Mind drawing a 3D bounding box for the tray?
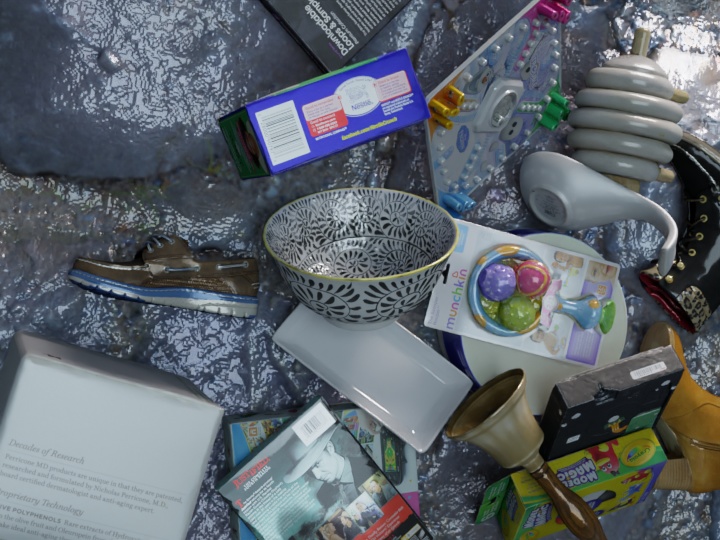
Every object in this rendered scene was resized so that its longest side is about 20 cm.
[{"bbox_3d":[0.012,0.098,1.407,0.199,0.022,0.108,37,59,6],"label":"tray"}]

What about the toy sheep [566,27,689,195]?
[{"bbox_3d":[0.290,-0.162,1.452,0.136,0.138,0.202,7,90,-15],"label":"toy sheep"}]

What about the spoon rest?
[{"bbox_3d":[0.254,-0.065,1.422,0.061,0.199,0.100,-42,147,-30],"label":"spoon rest"}]

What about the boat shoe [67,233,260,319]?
[{"bbox_3d":[-0.198,0.000,1.365,0.198,0.072,0.073,10,86,-25],"label":"boat shoe"}]

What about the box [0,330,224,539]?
[{"bbox_3d":[-0.261,0.172,1.287,0.198,0.199,0.173,17,89,-17],"label":"box"}]

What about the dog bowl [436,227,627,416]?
[{"bbox_3d":[0.188,0.056,1.461,0.198,0.079,0.202,-1,94,-14],"label":"dog bowl"}]

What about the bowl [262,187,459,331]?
[{"bbox_3d":[0.000,0.000,1.372,0.199,0.201,0.095,-8,120,-14],"label":"bowl"}]

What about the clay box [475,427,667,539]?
[{"bbox_3d":[0.228,0.244,1.465,0.198,0.115,0.048,-17,60,-13],"label":"clay box"}]

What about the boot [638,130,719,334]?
[{"bbox_3d":[0.375,-0.042,1.511,0.150,0.073,0.200,-43,108,-9],"label":"boot"}]

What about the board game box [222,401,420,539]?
[{"bbox_3d":[-0.041,0.219,1.419,0.198,0.064,0.149,-6,94,-14],"label":"board game box"}]

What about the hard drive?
[{"bbox_3d":[0.259,0.159,1.437,0.138,0.201,0.038,-17,59,-13],"label":"hard drive"}]

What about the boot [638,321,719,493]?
[{"bbox_3d":[0.392,0.155,1.535,0.143,0.071,0.204,-3,98,-21],"label":"boot"}]

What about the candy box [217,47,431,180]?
[{"bbox_3d":[-0.041,-0.150,1.324,0.168,0.200,0.078,-21,95,-12],"label":"candy box"}]

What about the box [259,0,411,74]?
[{"bbox_3d":[-0.010,-0.323,1.408,0.200,0.036,0.143,-45,102,-10],"label":"box"}]

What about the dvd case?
[{"bbox_3d":[-0.035,0.250,1.380,0.146,0.022,0.201,-41,104,-10],"label":"dvd case"}]

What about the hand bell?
[{"bbox_3d":[0.189,0.209,1.373,0.104,0.104,0.200,-42,99,-9],"label":"hand bell"}]

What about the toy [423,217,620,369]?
[{"bbox_3d":[0.177,0.026,1.391,0.198,0.047,0.116,15,88,-16],"label":"toy"}]

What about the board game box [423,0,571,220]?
[{"bbox_3d":[0.148,-0.166,1.378,0.026,0.201,0.200,38,70,27],"label":"board game box"}]
